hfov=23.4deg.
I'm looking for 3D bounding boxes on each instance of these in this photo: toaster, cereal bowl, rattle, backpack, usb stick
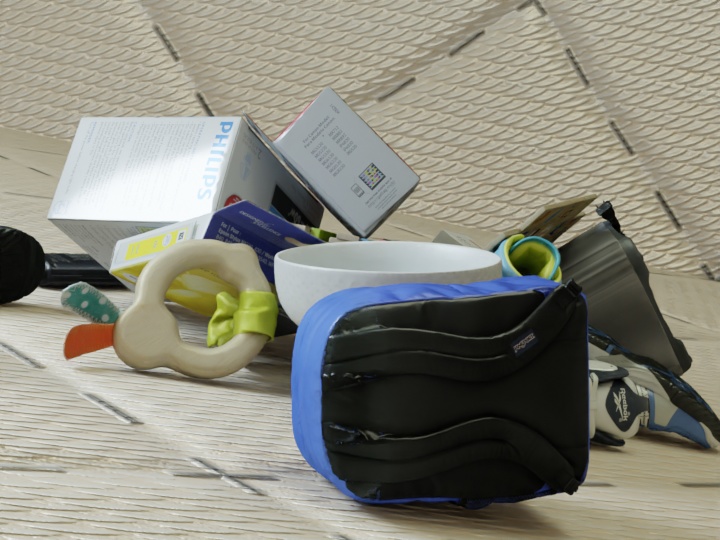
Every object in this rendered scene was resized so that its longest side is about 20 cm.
[{"bbox_3d":[0.238,0.044,1.763,0.129,0.201,0.114,-28,21,1],"label":"toaster"},{"bbox_3d":[0.024,0.027,1.516,0.198,0.084,0.200,1,9,0],"label":"cereal bowl"},{"bbox_3d":[-0.183,0.049,1.558,0.199,0.131,0.143,-20,7,-21],"label":"rattle"},{"bbox_3d":[0.047,0.089,1.256,0.198,0.164,0.168,-4,3,-19],"label":"backpack"},{"bbox_3d":[-0.294,0.000,1.915,0.055,0.033,0.199,24,12,32],"label":"usb stick"}]

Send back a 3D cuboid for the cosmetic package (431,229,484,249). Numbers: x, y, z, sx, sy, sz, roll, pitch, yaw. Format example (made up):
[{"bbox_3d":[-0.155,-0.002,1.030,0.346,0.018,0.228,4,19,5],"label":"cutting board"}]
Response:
[{"bbox_3d":[0.170,0.034,1.980,0.200,0.052,0.151,38,5,12],"label":"cosmetic package"}]

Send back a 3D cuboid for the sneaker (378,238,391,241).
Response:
[{"bbox_3d":[0.082,0.052,1.985,0.200,0.087,0.074,39,8,16],"label":"sneaker"}]

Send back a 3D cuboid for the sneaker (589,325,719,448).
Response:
[{"bbox_3d":[0.262,0.122,1.693,0.199,0.077,0.076,30,9,0],"label":"sneaker"}]

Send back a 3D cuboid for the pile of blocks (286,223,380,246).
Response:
[{"bbox_3d":[0.000,0.000,1.712,0.198,0.063,0.082,12,-1,3],"label":"pile of blocks"}]

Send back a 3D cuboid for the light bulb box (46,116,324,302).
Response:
[{"bbox_3d":[-0.174,-0.058,1.778,0.199,0.126,0.198,3,-24,28],"label":"light bulb box"}]

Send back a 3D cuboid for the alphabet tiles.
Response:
[{"bbox_3d":[0.147,-0.017,1.697,0.006,0.166,0.200,54,28,11],"label":"alphabet tiles"}]

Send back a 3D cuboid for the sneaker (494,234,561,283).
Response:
[{"bbox_3d":[0.145,0.022,1.649,0.079,0.131,0.200,38,12,2],"label":"sneaker"}]

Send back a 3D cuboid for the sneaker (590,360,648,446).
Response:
[{"bbox_3d":[0.199,0.118,1.563,0.128,0.080,0.199,3,-3,1],"label":"sneaker"}]

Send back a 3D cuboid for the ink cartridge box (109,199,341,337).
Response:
[{"bbox_3d":[-0.103,0.007,1.659,0.197,0.047,0.199,28,-25,-35],"label":"ink cartridge box"}]

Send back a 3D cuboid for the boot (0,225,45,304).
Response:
[{"bbox_3d":[-0.429,-0.024,1.686,0.168,0.077,0.199,23,19,41],"label":"boot"}]

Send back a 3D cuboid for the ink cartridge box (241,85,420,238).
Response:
[{"bbox_3d":[-0.030,-0.120,1.779,0.176,0.084,0.200,45,-1,0],"label":"ink cartridge box"}]
